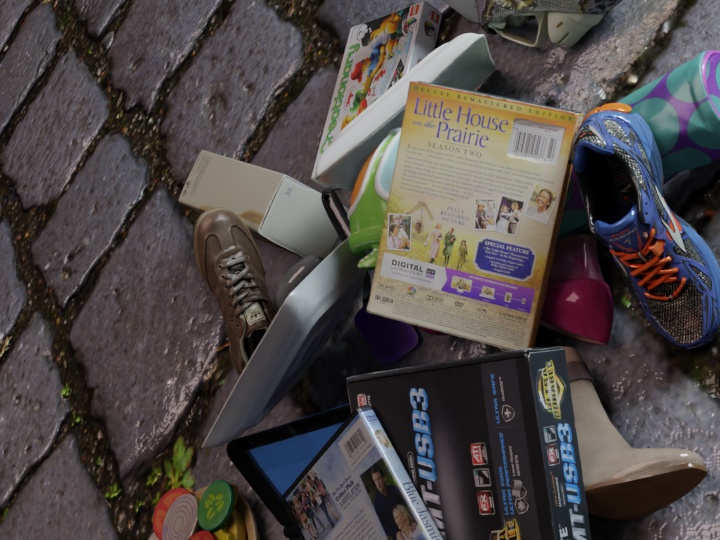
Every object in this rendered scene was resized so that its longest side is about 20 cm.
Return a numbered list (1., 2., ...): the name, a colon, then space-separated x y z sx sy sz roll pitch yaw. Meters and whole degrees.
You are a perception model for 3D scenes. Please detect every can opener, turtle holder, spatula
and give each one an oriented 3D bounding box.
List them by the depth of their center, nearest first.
1. turtle holder: 0.078 -0.062 1.117 0.185 0.141 0.132 -6 79 32
2. spatula: 0.000 0.000 1.238 0.056 0.020 0.201 -41 58 32
3. can opener: -0.010 -0.025 1.288 0.200 0.066 0.053 -53 36 4

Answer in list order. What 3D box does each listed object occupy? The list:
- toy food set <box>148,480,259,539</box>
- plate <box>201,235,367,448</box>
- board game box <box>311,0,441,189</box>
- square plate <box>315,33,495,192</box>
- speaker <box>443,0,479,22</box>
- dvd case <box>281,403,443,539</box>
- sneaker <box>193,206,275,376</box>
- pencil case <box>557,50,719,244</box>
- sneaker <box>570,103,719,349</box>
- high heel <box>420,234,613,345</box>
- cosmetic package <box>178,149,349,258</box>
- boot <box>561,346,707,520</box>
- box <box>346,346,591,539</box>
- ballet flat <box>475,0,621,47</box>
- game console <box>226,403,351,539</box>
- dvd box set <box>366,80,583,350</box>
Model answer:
1. toy food set: -0.177 0.313 1.277 0.200 0.049 0.199 -28 47 37
2. plate: -0.058 0.065 1.168 0.200 0.032 0.200 -58 -7 30
3. board game box: 0.018 -0.195 1.383 0.126 0.035 0.201 -9 61 48
4. square plate: 0.044 -0.152 1.193 0.198 0.200 0.028 -41 84 7
5. speaker: 0.071 -0.338 1.273 0.081 0.200 0.082 -28 48 37
6. dvd case: 0.014 0.228 0.977 0.143 0.017 0.200 -53 56 39
7. sneaker: -0.116 0.030 1.298 0.070 0.201 0.075 -23 20 -20
8. pencil case: 0.226 -0.096 1.018 0.200 0.092 0.085 -30 49 34
9. sneaker: 0.211 -0.027 0.945 0.075 0.078 0.201 -29 90 36
10. high heel: 0.129 0.045 1.072 0.200 0.067 0.097 -29 56 42
11. cosmetic package: -0.113 -0.073 1.406 0.200 0.105 0.071 21 86 55
12. boot: 0.171 0.126 0.964 0.200 0.070 0.147 -30 44 35
13. box: 0.081 0.168 0.944 0.198 0.050 0.201 -12 83 46
14. ballet flat: 0.188 -0.252 1.204 0.200 0.072 0.072 12 77 53
15. game console: -0.030 0.232 1.094 0.200 0.118 0.171 -23 51 41
16. dvd box set: 0.092 -0.045 1.020 0.146 0.029 0.201 13 100 18
